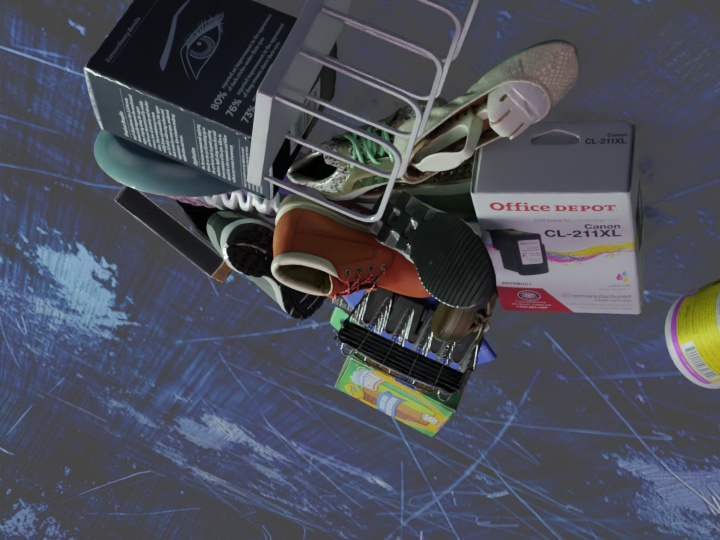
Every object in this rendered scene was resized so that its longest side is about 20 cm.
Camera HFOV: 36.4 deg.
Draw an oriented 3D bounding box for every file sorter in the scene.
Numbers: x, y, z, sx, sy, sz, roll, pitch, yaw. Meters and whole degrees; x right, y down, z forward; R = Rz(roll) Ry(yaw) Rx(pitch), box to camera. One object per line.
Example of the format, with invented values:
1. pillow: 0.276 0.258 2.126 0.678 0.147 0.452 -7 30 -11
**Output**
1. file sorter: 0.004 -0.162 0.914 0.124 0.201 0.139 24 154 2

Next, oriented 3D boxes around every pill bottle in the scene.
1. pill bottle: 0.390 0.045 1.040 0.104 0.105 0.200 33 153 -12

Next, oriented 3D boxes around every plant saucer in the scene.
1. plant saucer: -0.180 -0.141 1.155 0.199 0.200 0.028 19 128 17

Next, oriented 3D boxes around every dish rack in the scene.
1. dish rack: 0.050 0.079 1.144 0.153 0.200 0.055 23 111 6

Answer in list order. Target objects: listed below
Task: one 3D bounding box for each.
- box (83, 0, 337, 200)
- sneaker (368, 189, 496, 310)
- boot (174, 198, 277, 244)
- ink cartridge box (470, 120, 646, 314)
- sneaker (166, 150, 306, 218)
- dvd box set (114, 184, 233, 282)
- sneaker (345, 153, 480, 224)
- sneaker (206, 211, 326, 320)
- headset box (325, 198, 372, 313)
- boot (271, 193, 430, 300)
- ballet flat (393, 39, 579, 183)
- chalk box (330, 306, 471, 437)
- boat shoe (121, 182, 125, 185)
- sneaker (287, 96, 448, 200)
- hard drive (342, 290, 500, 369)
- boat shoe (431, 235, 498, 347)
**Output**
1. box: -0.143 -0.185 1.070 0.199 0.148 0.104 24 154 10
2. sneaker: 0.090 -0.015 1.061 0.088 0.074 0.200 28 -167 -34
3. boot: -0.179 -0.074 1.361 0.200 0.070 0.132 21 157 41
4. ink cartridge box: 0.194 -0.046 1.049 0.145 0.083 0.200 1 147 19
5. sneaker: -0.146 -0.112 1.214 0.199 0.089 0.080 9 177 5
6. dvd box set: -0.223 -0.042 1.340 0.146 0.029 0.200 39 176 -2
7. sneaker: 0.063 -0.075 1.165 0.200 0.067 0.090 1 139 37
8. sneaker: -0.102 -0.011 1.271 0.079 0.074 0.200 35 175 44
9. headset box: 0.014 -0.003 1.339 0.199 0.077 0.149 24 154 3
10. boot: 0.000 0.000 1.142 0.199 0.107 0.075 18 130 -8
11. ballet flat: 0.112 -0.130 0.963 0.200 0.063 0.067 -28 131 37
12. chalk box: 0.047 0.113 1.465 0.199 0.124 0.125 26 154 2
13. boat shoe: -0.197 -0.144 1.292 0.200 0.066 0.072 -6 122 19
14. sneaker: 0.005 -0.114 1.079 0.200 0.077 0.088 -23 170 41
15. hard drive: 0.054 0.039 1.258 0.132 0.025 0.200 -17 122 39
16. boat shoe: 0.128 0.024 1.165 0.063 0.200 0.073 33 122 1
